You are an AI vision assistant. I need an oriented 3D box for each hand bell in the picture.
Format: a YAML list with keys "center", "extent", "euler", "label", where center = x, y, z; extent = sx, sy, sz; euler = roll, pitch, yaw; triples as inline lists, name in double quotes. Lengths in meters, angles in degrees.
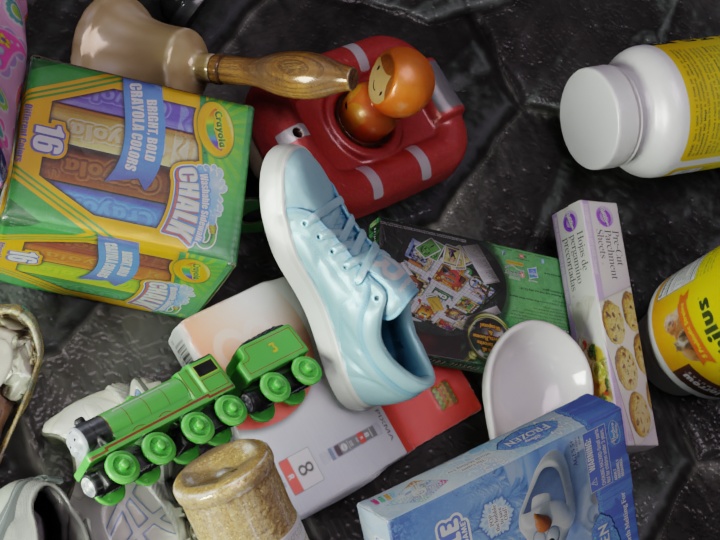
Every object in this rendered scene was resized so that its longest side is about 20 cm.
- center: [-0.094, -0.141, 0.938]
  extent: [0.199, 0.104, 0.104]
  euler: [8, 59, 27]
  label: "hand bell"

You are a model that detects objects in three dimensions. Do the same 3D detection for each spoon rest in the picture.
- center: [0.111, 0.130, 0.978]
  extent: [0.099, 0.061, 0.201]
  euler: [35, 72, -21]
  label: "spoon rest"

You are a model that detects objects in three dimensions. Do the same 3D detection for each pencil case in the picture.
- center: [-0.257, -0.122, 0.843]
  extent: [0.087, 0.088, 0.200]
  euler: [11, 38, -17]
  label: "pencil case"

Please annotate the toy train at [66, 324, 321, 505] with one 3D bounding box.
- center: [-0.106, 0.089, 0.867]
  extent: [0.200, 0.042, 0.056]
  euler: [-25, 71, -42]
  label: "toy train"

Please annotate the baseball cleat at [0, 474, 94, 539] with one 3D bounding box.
- center: [-0.203, 0.225, 0.806]
  extent: [0.069, 0.106, 0.201]
  euler: [4, 74, -35]
  label: "baseball cleat"

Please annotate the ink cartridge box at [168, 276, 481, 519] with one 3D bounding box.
- center: [-0.016, 0.074, 0.977]
  extent: [0.199, 0.050, 0.163]
  euler: [-26, 82, -25]
  label: "ink cartridge box"

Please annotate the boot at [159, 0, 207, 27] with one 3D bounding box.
- center: [-0.189, -0.288, 1.031]
  extent: [0.200, 0.066, 0.165]
  euler: [32, 45, -13]
  label: "boot"

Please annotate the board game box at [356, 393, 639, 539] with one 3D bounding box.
- center: [0.107, 0.215, 0.920]
  extent: [0.198, 0.043, 0.201]
  euler: [-21, 110, -26]
  label: "board game box"

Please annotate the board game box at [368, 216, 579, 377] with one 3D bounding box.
- center: [0.096, 0.028, 1.037]
  extent: [0.199, 0.023, 0.105]
  euler: [12, 65, -26]
  label: "board game box"

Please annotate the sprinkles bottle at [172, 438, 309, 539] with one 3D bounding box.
- center: [-0.053, 0.208, 0.855]
  extent: [0.068, 0.068, 0.201]
  euler: [-32, 110, -28]
  label: "sprinkles bottle"

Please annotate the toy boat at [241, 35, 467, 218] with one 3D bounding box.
- center: [0.008, -0.121, 1.003]
  extent: [0.200, 0.131, 0.131]
  euler: [-26, 81, -37]
  label: "toy boat"

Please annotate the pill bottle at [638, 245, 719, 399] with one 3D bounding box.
- center: [0.296, 0.034, 1.028]
  extent: [0.109, 0.200, 0.110]
  euler: [8, 67, -19]
  label: "pill bottle"

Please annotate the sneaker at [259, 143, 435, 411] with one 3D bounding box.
- center: [0.000, 0.000, 0.918]
  extent: [0.074, 0.082, 0.201]
  euler: [-49, 121, -53]
  label: "sneaker"

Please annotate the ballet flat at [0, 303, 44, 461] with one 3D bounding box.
- center: [-0.257, 0.109, 0.859]
  extent: [0.070, 0.071, 0.201]
  euler: [24, 64, -11]
  label: "ballet flat"

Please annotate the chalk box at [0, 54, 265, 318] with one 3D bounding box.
- center: [-0.147, -0.048, 0.930]
  extent: [0.199, 0.125, 0.125]
  euler: [12, 66, -15]
  label: "chalk box"

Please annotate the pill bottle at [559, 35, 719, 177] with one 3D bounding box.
- center: [0.276, -0.140, 1.138]
  extent: [0.199, 0.112, 0.113]
  euler: [-10, 74, -25]
  label: "pill bottle"

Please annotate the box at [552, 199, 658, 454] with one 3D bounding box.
- center: [0.192, 0.045, 1.050]
  extent: [0.041, 0.039, 0.201]
  euler: [5, 70, -31]
  label: "box"

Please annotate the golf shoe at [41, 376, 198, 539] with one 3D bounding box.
- center: [-0.152, 0.175, 0.883]
  extent: [0.097, 0.078, 0.201]
  euler: [-16, 70, -8]
  label: "golf shoe"
